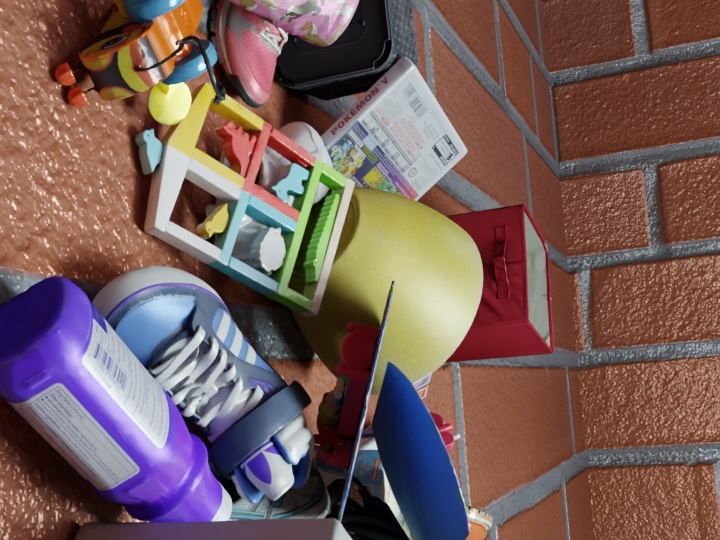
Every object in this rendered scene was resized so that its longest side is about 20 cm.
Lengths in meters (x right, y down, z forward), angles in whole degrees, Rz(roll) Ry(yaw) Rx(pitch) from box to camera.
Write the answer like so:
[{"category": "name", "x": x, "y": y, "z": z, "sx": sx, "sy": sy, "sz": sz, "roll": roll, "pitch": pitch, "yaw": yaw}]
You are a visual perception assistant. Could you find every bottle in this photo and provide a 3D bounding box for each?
[{"category": "bottle", "x": -0.150, "y": 0.099, "z": 0.563, "sx": 0.201, "sy": 0.065, "sz": 0.084, "roll": 60, "pitch": 1, "yaw": -34}]

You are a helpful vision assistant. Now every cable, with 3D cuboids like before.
[{"category": "cable", "x": -0.006, "y": 0.289, "z": 0.782, "sx": 0.162, "sy": 0.051, "sz": 0.202, "roll": -20, "pitch": 71, "yaw": -37}]

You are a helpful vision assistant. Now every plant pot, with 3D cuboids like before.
[{"category": "plant pot", "x": 0.000, "y": 0.000, "z": 0.878, "sx": 0.142, "sy": 0.198, "sz": 0.203, "roll": 39, "pitch": 47, "yaw": -41}]

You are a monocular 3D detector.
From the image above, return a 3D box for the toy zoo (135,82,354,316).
[{"category": "toy zoo", "x": -0.096, "y": -0.062, "z": 0.739, "sx": 0.199, "sy": 0.020, "sz": 0.133, "roll": 32, "pitch": 64, "yaw": -34}]

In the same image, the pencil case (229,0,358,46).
[{"category": "pencil case", "x": -0.089, "y": -0.265, "z": 0.753, "sx": 0.198, "sy": 0.083, "sz": 0.087, "roll": 23, "pitch": 101, "yaw": -37}]

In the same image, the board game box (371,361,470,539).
[{"category": "board game box", "x": 0.065, "y": 0.173, "z": 0.803, "sx": 0.201, "sy": 0.038, "sz": 0.160, "roll": 100, "pitch": -32, "yaw": -56}]

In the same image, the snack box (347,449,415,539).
[{"category": "snack box", "x": 0.012, "y": 0.296, "z": 0.891, "sx": 0.117, "sy": 0.036, "sz": 0.202, "roll": 63, "pitch": 31, "yaw": -42}]

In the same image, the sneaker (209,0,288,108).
[{"category": "sneaker", "x": -0.086, "y": -0.253, "z": 0.844, "sx": 0.074, "sy": 0.085, "sz": 0.204, "roll": 36, "pitch": 51, "yaw": -61}]

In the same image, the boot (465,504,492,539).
[{"category": "boot", "x": 0.088, "y": 0.311, "z": 0.960, "sx": 0.201, "sy": 0.074, "sz": 0.108, "roll": 98, "pitch": 11, "yaw": -58}]

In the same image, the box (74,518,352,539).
[{"category": "box", "x": -0.085, "y": 0.277, "z": 0.532, "sx": 0.201, "sy": 0.197, "sz": 0.173, "roll": -76, "pitch": 148, "yaw": -42}]

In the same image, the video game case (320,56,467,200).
[{"category": "video game case", "x": 0.021, "y": -0.117, "z": 0.988, "sx": 0.023, "sy": 0.182, "sz": 0.200, "roll": 49, "pitch": 4, "yaw": 29}]

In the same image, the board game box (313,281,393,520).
[{"category": "board game box", "x": -0.013, "y": 0.104, "z": 0.731, "sx": 0.158, "sy": 0.038, "sz": 0.204, "roll": 85, "pitch": 18, "yaw": -84}]

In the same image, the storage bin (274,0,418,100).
[{"category": "storage bin", "x": -0.023, "y": -0.295, "z": 0.950, "sx": 0.094, "sy": 0.133, "sz": 0.204, "roll": -6, "pitch": 89, "yaw": -68}]

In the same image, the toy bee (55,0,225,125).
[{"category": "toy bee", "x": -0.162, "y": -0.164, "z": 0.633, "sx": 0.200, "sy": 0.107, "sz": 0.133, "roll": -113, "pitch": -178, "yaw": -77}]

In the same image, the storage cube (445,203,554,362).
[{"category": "storage cube", "x": 0.174, "y": 0.024, "z": 1.301, "sx": 0.200, "sy": 0.177, "sz": 0.174, "roll": 39, "pitch": 48, "yaw": -59}]

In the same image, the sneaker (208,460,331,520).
[{"category": "sneaker", "x": -0.084, "y": 0.183, "z": 0.734, "sx": 0.200, "sy": 0.076, "sz": 0.088, "roll": -22, "pitch": 101, "yaw": -68}]

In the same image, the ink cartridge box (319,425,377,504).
[{"category": "ink cartridge box", "x": 0.008, "y": 0.286, "z": 0.984, "sx": 0.199, "sy": 0.040, "sz": 0.204, "roll": -10, "pitch": 94, "yaw": -68}]

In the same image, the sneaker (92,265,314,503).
[{"category": "sneaker", "x": -0.095, "y": 0.091, "z": 0.637, "sx": 0.147, "sy": 0.080, "sz": 0.200, "roll": 50, "pitch": -1, "yaw": 32}]

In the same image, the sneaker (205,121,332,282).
[{"category": "sneaker", "x": -0.084, "y": -0.089, "z": 0.820, "sx": 0.202, "sy": 0.077, "sz": 0.100, "roll": -74, "pitch": 146, "yaw": -46}]
